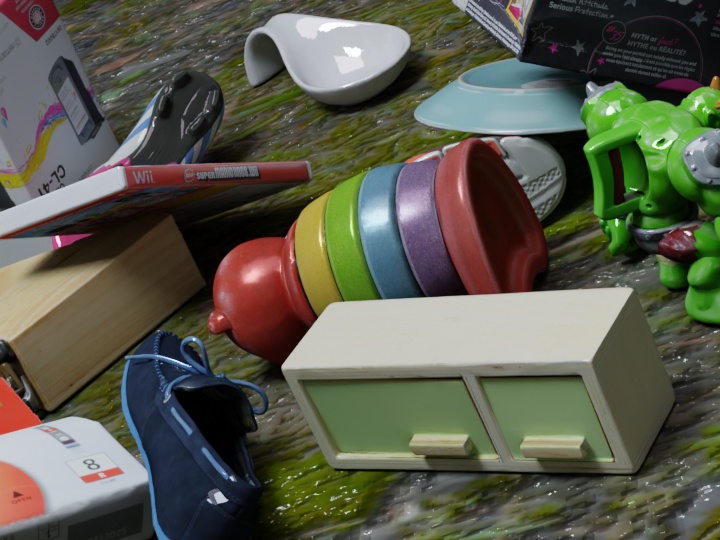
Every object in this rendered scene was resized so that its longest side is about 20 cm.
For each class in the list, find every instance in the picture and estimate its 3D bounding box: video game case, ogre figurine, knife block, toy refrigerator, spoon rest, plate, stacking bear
[{"bbox_3d":[-0.148,-0.051,1.313,0.142,0.018,0.200,-17,-6,37],"label":"video game case"},{"bbox_3d":[0.181,-0.039,1.033,0.098,0.120,0.200,-22,27,6],"label":"ogre figurine"},{"bbox_3d":[-0.215,0.052,1.270,0.199,0.064,0.176,-19,28,12],"label":"knife block"},{"bbox_3d":[0.060,0.063,1.002,0.199,0.076,0.070,-3,34,36],"label":"toy refrigerator"},{"bbox_3d":[-0.036,-0.180,1.540,0.099,0.061,0.200,-39,29,-25],"label":"spoon rest"},{"bbox_3d":[0.135,-0.127,1.264,0.199,0.026,0.200,-5,16,1],"label":"plate"},{"bbox_3d":[0.000,0.000,1.140,0.199,0.114,0.122,-18,27,23],"label":"stacking bear"}]

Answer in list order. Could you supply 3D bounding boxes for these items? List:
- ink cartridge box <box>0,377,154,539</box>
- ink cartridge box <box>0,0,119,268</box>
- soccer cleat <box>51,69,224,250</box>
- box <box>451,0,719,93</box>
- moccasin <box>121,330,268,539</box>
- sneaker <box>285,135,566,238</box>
[{"bbox_3d":[-0.236,0.111,1.088,0.162,0.050,0.200,-14,36,-34],"label":"ink cartridge box"},{"bbox_3d":[-0.282,-0.120,1.485,0.085,0.201,0.148,-9,31,27],"label":"ink cartridge box"},{"bbox_3d":[-0.172,-0.070,1.467,0.200,0.070,0.086,-54,-6,-21],"label":"soccer cleat"},{"bbox_3d":[0.182,-0.195,1.207,0.199,0.115,0.132,8,22,-22],"label":"box"},{"bbox_3d":[-0.085,0.093,1.069,0.068,0.080,0.200,-51,34,17],"label":"moccasin"},{"bbox_3d":[0.039,-0.049,1.228,0.199,0.077,0.082,-19,20,10],"label":"sneaker"}]
